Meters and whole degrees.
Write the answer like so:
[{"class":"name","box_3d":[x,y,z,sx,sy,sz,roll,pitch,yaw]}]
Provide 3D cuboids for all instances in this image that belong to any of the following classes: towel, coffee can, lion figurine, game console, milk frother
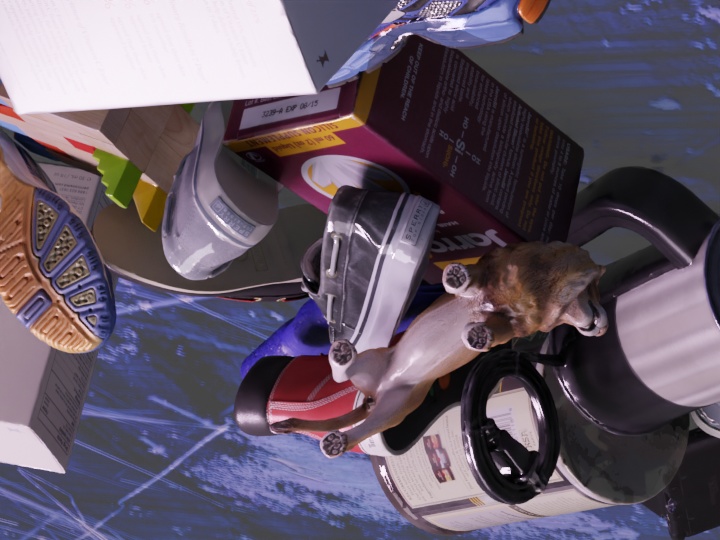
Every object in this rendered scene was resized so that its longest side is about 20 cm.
[{"class":"towel","box_3d":[0.004,0.030,1.579,0.147,0.050,0.200,-11,166,-25]},{"class":"coffee can","box_3d":[0.122,0.113,1.627,0.146,0.147,0.200,28,153,-30]},{"class":"lion figurine","box_3d":[0.048,0.044,1.298,0.200,0.073,0.122,-28,173,19]},{"class":"game console","box_3d":[0.255,0.128,1.758,0.175,0.117,0.200,-20,153,3]},{"class":"milk frother","box_3d":[0.180,0.056,1.398,0.180,0.201,0.188,26,155,-17]}]

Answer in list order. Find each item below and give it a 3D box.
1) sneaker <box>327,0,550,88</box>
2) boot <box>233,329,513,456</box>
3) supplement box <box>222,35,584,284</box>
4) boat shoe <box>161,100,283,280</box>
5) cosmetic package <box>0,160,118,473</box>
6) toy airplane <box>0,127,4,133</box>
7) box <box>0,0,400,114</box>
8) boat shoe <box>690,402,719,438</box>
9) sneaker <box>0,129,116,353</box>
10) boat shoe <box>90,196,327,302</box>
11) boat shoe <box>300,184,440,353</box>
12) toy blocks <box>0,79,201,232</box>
[{"class":"sneaker","box_3d":[0.006,-0.157,1.182,0.200,0.076,0.078,-13,138,34]},{"class":"boot","box_3d":[0.006,0.065,1.502,0.144,0.073,0.200,3,-161,35]},{"class":"supplement box","box_3d":[0.029,-0.074,1.325,0.110,0.086,0.200,-8,149,43]},{"class":"boat shoe","box_3d":[-0.088,-0.051,1.342,0.071,0.201,0.070,-42,103,16]},{"class":"cosmetic package","box_3d":[-0.231,0.033,1.587,0.073,0.201,0.104,9,157,12]},{"class":"toy airplane","box_3d":[-0.362,-0.027,1.539,0.199,0.200,0.141,8,-155,-26]},{"class":"box","box_3d":[-0.100,-0.161,1.127,0.199,0.098,0.125,-1,124,33]},{"class":"boat shoe","box_3d":[0.336,0.097,1.560,0.199,0.073,0.062,8,151,5]},{"class":"sneaker","box_3d":[-0.214,-0.030,1.456,0.075,0.200,0.088,-39,163,10]},{"class":"boat shoe","box_3d":[-0.098,-0.011,1.509,0.201,0.074,0.063,0,159,-32]},{"class":"boat shoe","box_3d":[0.000,0.000,1.334,0.071,0.072,0.200,24,150,4]},{"class":"toy blocks","box_3d":[-0.184,-0.105,1.394,0.136,0.100,0.200,20,170,20]}]
